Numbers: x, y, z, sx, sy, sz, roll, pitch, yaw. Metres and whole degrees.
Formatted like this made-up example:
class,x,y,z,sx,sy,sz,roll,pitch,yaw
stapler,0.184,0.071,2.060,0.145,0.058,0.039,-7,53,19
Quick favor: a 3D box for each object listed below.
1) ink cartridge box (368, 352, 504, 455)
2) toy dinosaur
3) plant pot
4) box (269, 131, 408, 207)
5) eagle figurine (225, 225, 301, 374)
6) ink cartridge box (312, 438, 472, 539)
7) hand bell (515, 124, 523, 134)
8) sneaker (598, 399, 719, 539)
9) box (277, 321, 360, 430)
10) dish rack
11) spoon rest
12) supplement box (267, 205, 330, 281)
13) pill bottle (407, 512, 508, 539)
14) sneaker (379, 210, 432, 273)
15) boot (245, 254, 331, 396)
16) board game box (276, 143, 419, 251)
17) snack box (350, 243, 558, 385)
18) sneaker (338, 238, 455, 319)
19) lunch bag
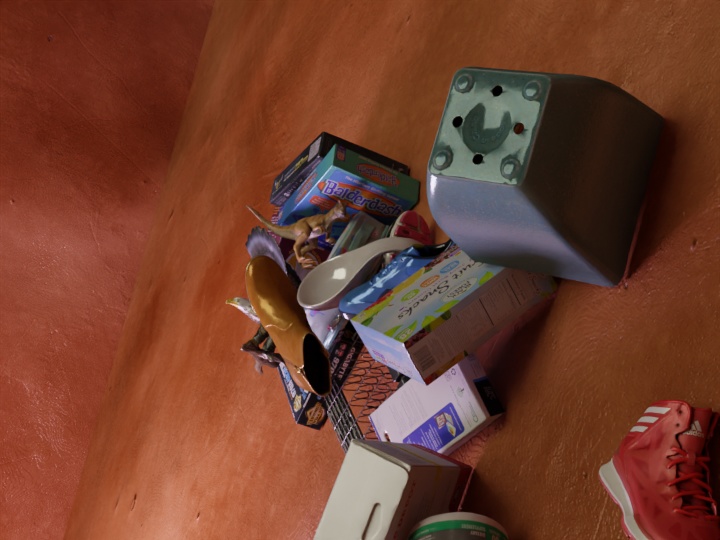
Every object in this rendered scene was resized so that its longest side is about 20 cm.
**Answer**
class,x,y,z,sx,sy,sz,roll,pitch,yaw
ink cartridge box,0.090,0.176,1.506,0.200,0.039,0.100,-44,66,46
toy dinosaur,-0.088,-0.058,1.889,0.198,0.060,0.108,-10,71,36
plant pot,0.176,-0.116,1.288,0.194,0.199,0.199,12,81,35
box,-0.037,-0.138,1.973,0.200,0.156,0.052,-35,39,57
eagle figurine,-0.139,0.049,1.950,0.151,0.150,0.202,-16,53,57
ink cartridge box,0.037,0.274,1.389,0.083,0.200,0.147,21,90,26
hand bell,0.181,-0.138,1.579,0.104,0.103,0.202,-35,28,55
sneaker,0.277,0.179,1.059,0.117,0.077,0.200,-66,23,15
box,-0.071,0.136,1.976,0.160,0.046,0.200,-64,23,17
dish rack,0.019,0.168,1.670,0.201,0.054,0.154,-60,44,39
spoon rest,0.000,0.000,1.682,0.198,0.061,0.100,-18,33,17
supplement box,-0.106,-0.035,2.117,0.085,0.109,0.203,3,75,67
pill bottle,0.103,0.366,1.272,0.113,0.112,0.202,-47,31,45
sneaker,0.047,0.013,1.756,0.087,0.073,0.203,-16,62,57
boot,-0.093,0.074,1.713,0.204,0.070,0.144,68,165,-9
board game box,-0.022,-0.101,1.913,0.200,0.150,0.045,-45,30,49
snack box,0.108,0.040,1.454,0.199,0.068,0.168,-36,18,-13
sneaker,0.053,0.004,1.597,0.198,0.079,0.066,-18,24,21
lunch bag,-0.023,0.012,1.844,0.161,0.076,0.201,-58,3,39
